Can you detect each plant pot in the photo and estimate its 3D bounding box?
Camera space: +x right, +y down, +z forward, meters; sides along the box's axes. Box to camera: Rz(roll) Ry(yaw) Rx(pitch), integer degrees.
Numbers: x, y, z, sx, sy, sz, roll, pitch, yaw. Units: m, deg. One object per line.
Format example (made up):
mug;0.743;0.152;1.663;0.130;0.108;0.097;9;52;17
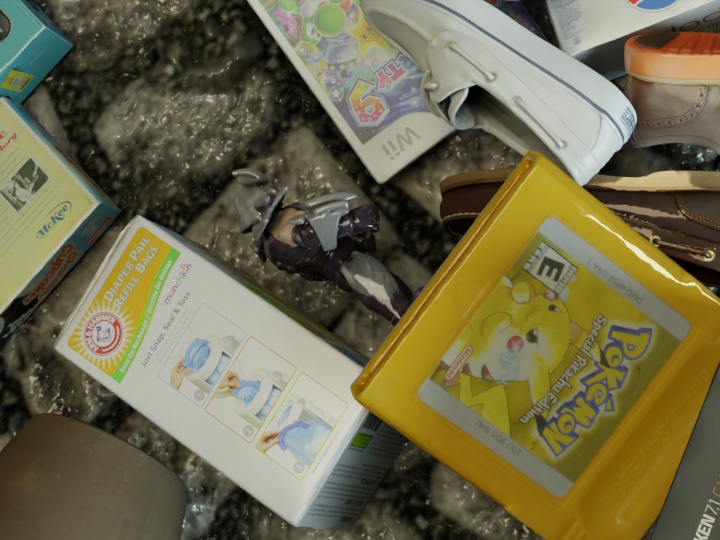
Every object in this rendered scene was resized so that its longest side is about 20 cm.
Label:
plant pot;-0.192;0.190;1.131;0.199;0.201;0.176;18;69;21

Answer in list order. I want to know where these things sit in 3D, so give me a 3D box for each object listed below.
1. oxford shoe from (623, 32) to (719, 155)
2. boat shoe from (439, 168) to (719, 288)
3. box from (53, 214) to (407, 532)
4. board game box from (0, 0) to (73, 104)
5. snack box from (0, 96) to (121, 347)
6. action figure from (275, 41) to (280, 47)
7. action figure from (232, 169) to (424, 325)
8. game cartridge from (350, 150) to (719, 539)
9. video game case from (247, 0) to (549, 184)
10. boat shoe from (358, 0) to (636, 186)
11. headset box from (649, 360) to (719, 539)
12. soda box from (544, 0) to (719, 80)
oxford shoe;0.254;-0.095;1.068;0.198;0.071;0.074;8;112;17
boat shoe;0.142;-0.024;1.106;0.198;0.070;0.071;2;78;19
box;-0.074;0.065;1.140;0.199;0.112;0.102;33;91;20
board game box;-0.325;-0.143;1.304;0.200;0.047;0.151;-46;69;5
snack box;-0.273;-0.009;1.264;0.200;0.037;0.116;-47;69;5
action figure;-0.048;-0.215;1.212;0.199;0.069;0.131;19;81;18
action figure;0.000;0.000;1.118;0.199;0.130;0.070;37;90;5
game cartridge;0.122;0.059;1.058;0.199;0.032;0.177;36;94;-15
video game case;0.011;-0.178;1.167;0.143;0.018;0.201;-36;91;2
boat shoe;0.069;-0.118;1.093;0.199;0.074;0.065;32;73;28
headset box;0.224;0.122;0.967;0.092;0.200;0.175;23;95;21
soda box;0.215;-0.183;1.113;0.199;0.068;0.064;-20;73;15
